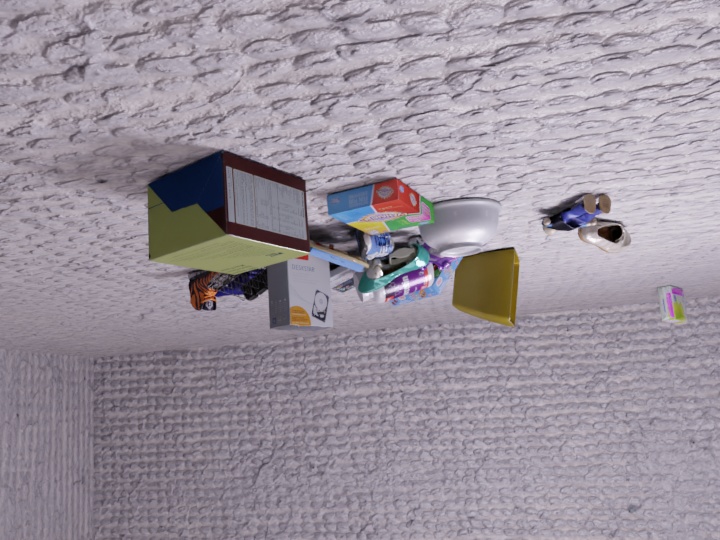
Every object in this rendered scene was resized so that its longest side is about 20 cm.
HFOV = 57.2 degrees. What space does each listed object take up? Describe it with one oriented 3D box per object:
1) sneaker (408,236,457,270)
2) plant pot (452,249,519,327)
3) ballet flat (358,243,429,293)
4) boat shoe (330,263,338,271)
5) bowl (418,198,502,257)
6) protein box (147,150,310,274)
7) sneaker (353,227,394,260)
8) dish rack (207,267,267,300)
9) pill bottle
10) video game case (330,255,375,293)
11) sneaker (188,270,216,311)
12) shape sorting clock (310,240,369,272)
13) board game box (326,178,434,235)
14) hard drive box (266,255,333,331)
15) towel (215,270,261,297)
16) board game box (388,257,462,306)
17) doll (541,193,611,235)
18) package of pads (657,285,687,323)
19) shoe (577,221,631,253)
[{"bbox_3d":[0.218,-0.047,1.632,0.196,0.090,0.080,-9,167,18],"label":"sneaker"},{"bbox_3d":[0.369,0.049,1.945,0.173,0.205,0.200,5,172,18],"label":"plant pot"},{"bbox_3d":[0.070,-0.013,1.602,0.197,0.068,0.071,-25,134,12],"label":"ballet flat"},{"bbox_3d":[-0.140,0.004,1.808,0.196,0.073,0.076,-14,167,-13],"label":"boat shoe"},{"bbox_3d":[0.216,-0.084,1.440,0.196,0.092,0.201,-5,169,-1],"label":"bowl"},{"bbox_3d":[-0.223,-0.088,1.125,0.196,0.138,0.198,-13,165,35],"label":"protein box"},{"bbox_3d":[0.032,-0.069,1.513,0.075,0.077,0.200,-12,177,8],"label":"sneaker"},{"bbox_3d":[-0.297,0.013,1.704,0.152,0.055,0.199,-35,152,20],"label":"dish rack"},{"bbox_3d":[0.085,0.015,1.713,0.196,0.115,0.113,-18,171,-11],"label":"pill bottle"},{"bbox_3d":[0.000,0.000,1.800,0.197,0.024,0.181,-27,163,14],"label":"video game case"},{"bbox_3d":[-0.397,0.051,1.799,0.198,0.115,0.077,-16,164,42],"label":"sneaker"},{"bbox_3d":[-0.072,-0.042,1.545,0.196,0.040,0.200,20,-179,0],"label":"shape sorting clock"},{"bbox_3d":[0.044,-0.122,1.309,0.150,0.041,0.199,-10,168,25],"label":"board game box"},{"bbox_3d":[-0.151,0.043,1.637,0.076,0.205,0.154,-14,166,39],"label":"hard drive box"},{"bbox_3d":[-0.329,0.035,1.935,0.198,0.051,0.146,-16,171,43],"label":"towel"},{"bbox_3d":[0.179,0.022,1.851,0.037,0.152,0.199,47,145,-16],"label":"board game box"},{"bbox_3d":[0.477,-0.117,1.487,0.134,0.050,0.200,0,167,-19],"label":"doll"},{"bbox_3d":[1.386,0.155,2.926,0.067,0.158,0.198,-14,166,40],"label":"package of pads"},{"bbox_3d":[0.625,-0.084,1.652,0.197,0.072,0.053,6,173,-35],"label":"shoe"}]
